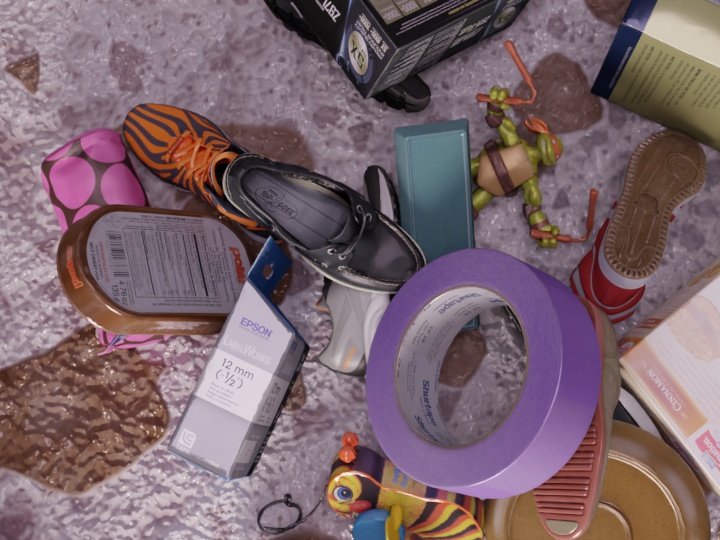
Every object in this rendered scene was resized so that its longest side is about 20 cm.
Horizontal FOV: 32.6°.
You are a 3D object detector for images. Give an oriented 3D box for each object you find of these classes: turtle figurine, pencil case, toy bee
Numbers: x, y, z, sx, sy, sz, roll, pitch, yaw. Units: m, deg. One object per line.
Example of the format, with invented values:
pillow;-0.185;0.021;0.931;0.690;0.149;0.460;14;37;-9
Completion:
turtle figurine;0.121;-0.099;1.144;0.160;0.064;0.201;-23;108;6
pencil case;-0.233;-0.026;1.147;0.093;0.091;0.201;-24;79;16
toy bee;0.013;0.197;1.080;0.198;0.131;0.109;-8;126;-12

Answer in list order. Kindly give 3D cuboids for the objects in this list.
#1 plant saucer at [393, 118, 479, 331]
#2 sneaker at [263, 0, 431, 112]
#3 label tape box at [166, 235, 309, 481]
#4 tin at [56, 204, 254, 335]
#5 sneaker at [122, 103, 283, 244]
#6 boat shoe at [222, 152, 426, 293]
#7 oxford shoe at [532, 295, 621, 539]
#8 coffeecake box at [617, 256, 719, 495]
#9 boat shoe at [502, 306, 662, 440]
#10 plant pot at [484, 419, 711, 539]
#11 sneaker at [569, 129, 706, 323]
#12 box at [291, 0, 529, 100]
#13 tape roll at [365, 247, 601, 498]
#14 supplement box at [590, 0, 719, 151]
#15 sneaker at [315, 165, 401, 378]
plant saucer;0.072;-0.033;1.116;0.069;0.019;0.202;-8;110;-10
sneaker;-0.003;-0.231;1.169;0.200;0.075;0.079;41;83;7
label tape box;-0.090;0.082;1.093;0.066;0.143;0.201;26;84;6
tin;-0.174;0.000;1.095;0.042;0.199;0.113;-24;72;41
sneaker;-0.140;-0.103;1.137;0.199;0.112;0.078;32;84;7
boat shoe;-0.027;-0.041;1.062;0.199;0.066;0.075;35;85;-7
oxford shoe;0.192;0.126;1.035;0.070;0.074;0.202;-1;75;42
coffeecake box;0.343;0.076;1.101;0.200;0.073;0.154;-39;90;-3
boat shoe;0.188;0.097;1.113;0.060;0.076;0.200;-39;81;-9
plant pot;0.206;0.231;1.083;0.198;0.027;0.202;2;100;11
sneaker;0.254;-0.037;1.141;0.071;0.113;0.200;29;54;8
box;0.043;-0.276;1.128;0.199;0.086;0.164;-32;81;-31
tape roll;0.100;0.086;1.034;0.199;0.065;0.202;-15;65;36
supplement box;0.332;-0.202;1.085;0.199;0.200;0.135;26;84;7
sneaker;0.000;0.000;1.138;0.079;0.074;0.202;4;82;8
